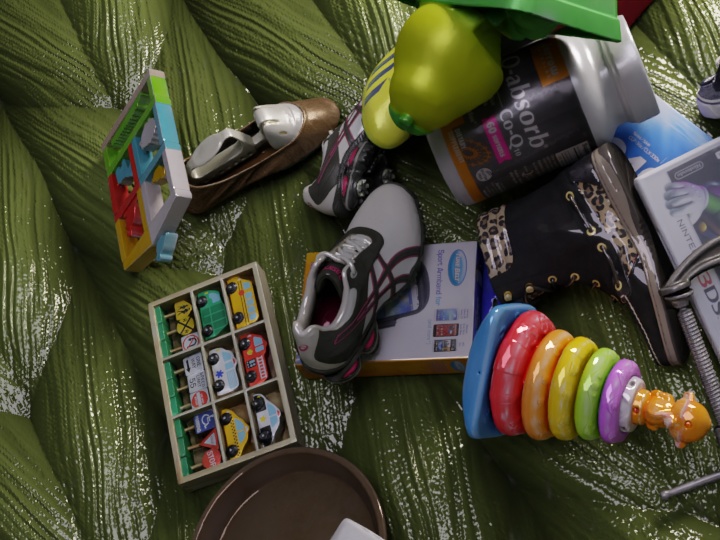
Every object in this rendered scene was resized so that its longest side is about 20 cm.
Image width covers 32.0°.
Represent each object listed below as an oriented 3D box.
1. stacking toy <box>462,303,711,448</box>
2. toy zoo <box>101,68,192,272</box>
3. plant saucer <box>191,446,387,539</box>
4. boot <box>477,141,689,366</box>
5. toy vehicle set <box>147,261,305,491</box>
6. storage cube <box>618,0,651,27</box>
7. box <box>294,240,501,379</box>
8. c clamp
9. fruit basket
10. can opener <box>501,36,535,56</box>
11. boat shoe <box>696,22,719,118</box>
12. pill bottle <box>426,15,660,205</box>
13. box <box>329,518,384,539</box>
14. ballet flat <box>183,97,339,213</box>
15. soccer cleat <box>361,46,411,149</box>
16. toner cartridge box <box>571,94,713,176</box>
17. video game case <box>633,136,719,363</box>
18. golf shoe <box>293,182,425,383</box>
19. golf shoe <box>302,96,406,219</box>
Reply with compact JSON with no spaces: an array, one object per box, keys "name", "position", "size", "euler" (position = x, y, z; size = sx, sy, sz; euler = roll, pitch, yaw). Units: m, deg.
[{"name":"stacking toy","position":[0.194,0.102,1.040],"size":[0.198,0.109,0.118],"euler":[12,94,30]},{"name":"toy zoo","position":[-0.224,-0.092,1.314],"size":[0.131,0.020,0.202],"euler":[-46,48,40]},{"name":"plant saucer","position":[-0.063,0.255,1.109],"size":[0.197,0.030,0.202],"euler":[-14,55,20]},{"name":"boot","position":[0.198,0.005,1.121],"size":[0.149,0.073,0.202],"euler":[-23,87,27]},{"name":"toy vehicle set","position":[-0.134,0.101,1.225],"size":[0.123,0.027,0.202],"euler":[-22,59,9]},{"name":"storage cube","position":[0.203,-0.344,1.234],"size":[0.170,0.180,0.201],"euler":[35,81,32]},{"name":"box","position":[0.039,0.037,1.187],"size":[0.197,0.042,0.121],"euler":[-5,63,20]},{"name":"c clamp","position":[0.306,0.071,1.038],"size":[0.168,0.027,0.203],"euler":[-15,87,1]},{"name":"fruit basket","position":[0.103,-0.207,1.069],"size":[0.214,0.154,0.219],"euler":[-10,77,51]},{"name":"can opener","position":[0.144,-0.207,1.218],"size":[0.199,0.063,0.080],"euler":[-20,72,49]},{"name":"boat shoe","position":[0.341,-0.191,1.097],"size":[0.074,0.200,0.094],"euler":[-27,99,-10]},{"name":"pill bottle","position":[0.162,-0.147,1.140],"size":[0.198,0.116,0.118],"euler":[-23,59,14]},{"name":"box","position":[0.057,0.314,0.947],"size":[0.199,0.199,0.132],"euler":[27,76,30]},{"name":"ballet flat","position":[-0.116,-0.131,1.308],"size":[0.198,0.072,0.068],"euler":[-28,59,5]},{"name":"soccer cleat","position":[0.061,-0.205,1.206],"size":[0.064,0.084,0.201],"euler":[35,64,-8]},{"name":"toner cartridge box","position":[0.264,-0.108,1.175],"size":[0.095,0.043,0.200],"euler":[-41,58,-5]},{"name":"video game case","position":[0.360,-0.039,1.067],"size":[0.198,0.023,0.184],"euler":[-26,86,3]},{"name":"golf shoe","position":[0.000,0.000,1.140],"size":[0.076,0.088,0.202],"euler":[13,68,25]},{"name":"golf shoe","position":[0.005,-0.145,1.272],"size":[0.087,0.077,0.202],"euler":[5,60,38]}]
